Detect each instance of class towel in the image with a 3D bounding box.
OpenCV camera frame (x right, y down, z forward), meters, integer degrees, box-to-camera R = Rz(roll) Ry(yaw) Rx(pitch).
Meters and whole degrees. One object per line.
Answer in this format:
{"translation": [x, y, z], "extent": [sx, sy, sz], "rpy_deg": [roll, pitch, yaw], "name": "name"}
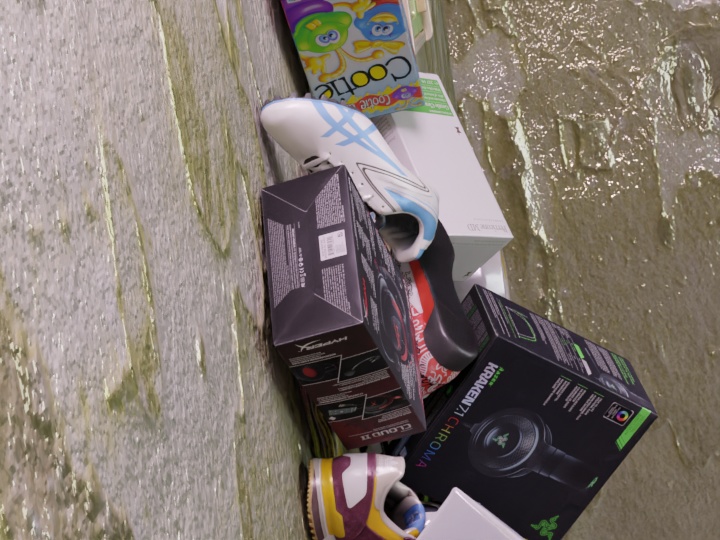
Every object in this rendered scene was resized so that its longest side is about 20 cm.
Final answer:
{"translation": [-0.023, 0.106, 1.357], "extent": [0.201, 0.022, 0.145], "rpy_deg": [-80, 160, -62], "name": "towel"}

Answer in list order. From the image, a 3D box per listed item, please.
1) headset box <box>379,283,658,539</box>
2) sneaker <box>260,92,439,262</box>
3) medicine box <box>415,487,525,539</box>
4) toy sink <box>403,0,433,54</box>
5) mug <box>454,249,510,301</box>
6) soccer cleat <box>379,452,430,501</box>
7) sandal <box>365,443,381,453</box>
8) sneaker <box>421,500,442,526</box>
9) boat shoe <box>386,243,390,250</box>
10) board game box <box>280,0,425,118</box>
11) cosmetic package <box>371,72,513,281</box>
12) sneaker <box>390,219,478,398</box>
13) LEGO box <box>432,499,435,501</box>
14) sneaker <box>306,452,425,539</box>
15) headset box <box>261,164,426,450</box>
{"translation": [0.145, 0.139, 1.401], "extent": [0.175, 0.198, 0.093], "rpy_deg": [-55, -156, 20], "name": "headset box"}
{"translation": [-0.006, -0.077, 1.268], "extent": [0.199, 0.071, 0.073], "rpy_deg": [36, 50, -34], "name": "sneaker"}
{"translation": [0.072, 0.287, 1.261], "extent": [0.183, 0.103, 0.200], "rpy_deg": [-53, 164, -4], "name": "medicine box"}
{"translation": [0.012, -0.294, 1.612], "extent": [0.200, 0.110, 0.132], "rpy_deg": [-63, 146, -75], "name": "toy sink"}
{"translation": [0.088, 0.003, 1.743], "extent": [0.149, 0.151, 0.189], "rpy_deg": [41, 42, -76], "name": "mug"}
{"translation": [0.037, 0.239, 1.538], "extent": [0.082, 0.066, 0.202], "rpy_deg": [-102, -175, -52], "name": "soccer cleat"}
{"translation": [0.020, 0.106, 1.546], "extent": [0.083, 0.049, 0.206], "rpy_deg": [-63, 145, -76], "name": "sandal"}
{"translation": [0.065, 0.274, 1.442], "extent": [0.200, 0.128, 0.080], "rpy_deg": [73, 14, -46], "name": "sneaker"}
{"translation": [0.000, 0.000, 1.463], "extent": [0.065, 0.071, 0.202], "rpy_deg": [121, -44, -59], "name": "boat shoe"}
{"translation": [-0.013, -0.238, 1.405], "extent": [0.201, 0.102, 0.106], "rpy_deg": [70, 9, -56], "name": "board game box"}
{"translation": [0.056, -0.095, 1.530], "extent": [0.107, 0.085, 0.202], "rpy_deg": [0, 58, -45], "name": "cosmetic package"}
{"translation": [0.036, 0.030, 1.376], "extent": [0.067, 0.108, 0.203], "rpy_deg": [27, 34, -35], "name": "sneaker"}
{"translation": [0.143, 0.256, 1.598], "extent": [0.150, 0.076, 0.202], "rpy_deg": [-80, 152, -55], "name": "LEGO box"}
{"translation": [0.014, 0.229, 1.273], "extent": [0.076, 0.089, 0.201], "rpy_deg": [-89, 168, -44], "name": "sneaker"}
{"translation": [-0.008, 0.038, 1.232], "extent": [0.201, 0.074, 0.150], "rpy_deg": [60, 19, -54], "name": "headset box"}
